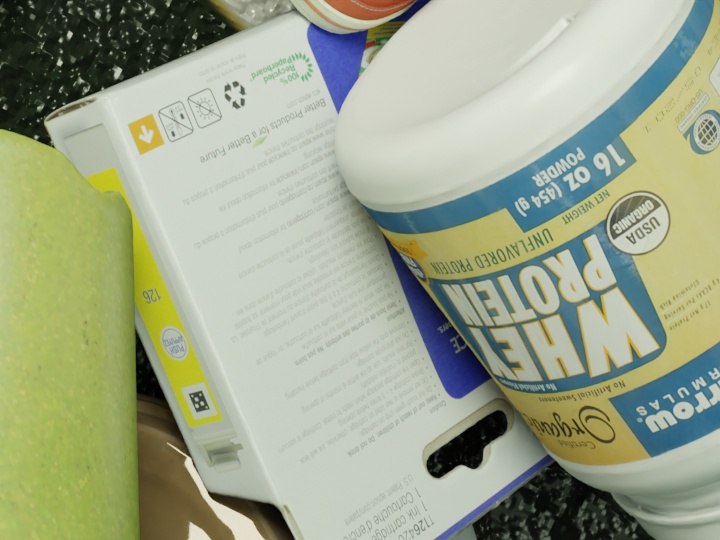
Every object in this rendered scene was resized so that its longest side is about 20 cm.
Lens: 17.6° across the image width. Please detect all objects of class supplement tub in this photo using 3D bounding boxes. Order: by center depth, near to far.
[{"bbox_3d":[0.099,-0.011,0.840,0.145,0.145,0.200,-44,113,-16],"label":"supplement tub"}]

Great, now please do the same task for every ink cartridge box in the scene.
[{"bbox_3d":[0.000,0.000,0.871,0.198,0.047,0.200,-29,102,-45],"label":"ink cartridge box"}]

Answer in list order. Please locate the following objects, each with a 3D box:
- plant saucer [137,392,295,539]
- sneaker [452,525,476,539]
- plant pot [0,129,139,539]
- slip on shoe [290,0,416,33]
[{"bbox_3d":[-0.105,0.135,0.826,0.200,0.029,0.200,0,71,1],"label":"plant saucer"},{"bbox_3d":[-0.047,0.132,0.872,0.200,0.073,0.071,-32,104,-18],"label":"sneaker"},{"bbox_3d":[-0.147,0.058,0.738,0.200,0.200,0.184,13,66,-21],"label":"plant pot"},{"bbox_3d":[0.040,-0.160,0.889,0.074,0.061,0.200,49,47,-8],"label":"slip on shoe"}]
